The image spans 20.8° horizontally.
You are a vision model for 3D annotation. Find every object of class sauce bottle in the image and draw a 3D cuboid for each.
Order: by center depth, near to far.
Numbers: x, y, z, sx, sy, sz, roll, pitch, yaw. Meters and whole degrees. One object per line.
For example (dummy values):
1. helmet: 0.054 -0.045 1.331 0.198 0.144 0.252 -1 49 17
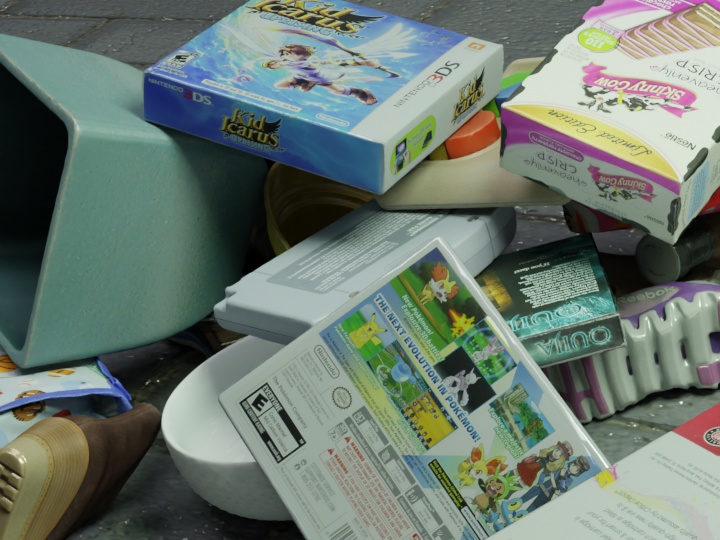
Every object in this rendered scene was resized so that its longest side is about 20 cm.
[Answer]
1. sauce bottle: 0.279 -0.038 1.464 0.065 0.065 0.200 11 28 44

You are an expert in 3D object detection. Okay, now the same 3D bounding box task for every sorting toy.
1. sorting toy: 0.126 -0.110 1.420 0.185 0.037 0.200 0 32 42

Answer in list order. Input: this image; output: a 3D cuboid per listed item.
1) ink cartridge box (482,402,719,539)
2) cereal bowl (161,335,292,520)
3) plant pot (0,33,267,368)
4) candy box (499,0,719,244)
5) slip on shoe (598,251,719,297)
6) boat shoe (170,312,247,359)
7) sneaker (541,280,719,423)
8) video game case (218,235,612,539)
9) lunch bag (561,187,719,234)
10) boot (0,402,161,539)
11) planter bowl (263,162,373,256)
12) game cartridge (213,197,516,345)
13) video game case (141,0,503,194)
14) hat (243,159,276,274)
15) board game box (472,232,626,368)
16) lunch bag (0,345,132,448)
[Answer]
1. ink cartridge box: 0.182 0.173 1.118 0.200 0.083 0.146 -27 28 -19
2. cereal bowl: -0.034 0.112 1.373 0.200 0.083 0.200 -14 27 7
3. plant pot: -0.189 -0.055 1.503 0.200 0.197 0.196 0 26 -35
4. candy box: 0.201 -0.122 1.312 0.136 0.061 0.200 25 54 24
5. slip on shoe: 0.173 0.012 1.460 0.200 0.061 0.076 -13 25 -4
6. boat shoe: -0.125 0.022 1.619 0.072 0.072 0.200 -26 28 -21
7. sneaker: 0.184 0.050 1.380 0.200 0.081 0.088 -10 20 5
8. video game case: 0.032 0.105 1.233 0.182 0.022 0.200 -36 64 2
9. lunch bag: 0.237 -0.089 1.425 0.200 0.082 0.176 -12 25 23
10. boot: -0.220 0.183 1.336 0.072 0.200 0.166 37 19 19
11. planter bowl: 0.000 0.000 1.529 0.200 0.084 0.201 20 36 -15
12. game cartridge: 0.010 -0.003 1.376 0.200 0.041 0.133 -32 24 -33
13. video game case: -0.025 -0.137 1.415 0.200 0.046 0.181 19 35 24
14. hat: -0.091 -0.037 1.666 0.200 0.201 0.081 -5 70 24
15. board game box: 0.072 0.036 1.330 0.200 0.028 0.135 -14 25 5
16. lunch bag: -0.275 0.124 1.457 0.200 0.124 0.170 -32 27 -13
